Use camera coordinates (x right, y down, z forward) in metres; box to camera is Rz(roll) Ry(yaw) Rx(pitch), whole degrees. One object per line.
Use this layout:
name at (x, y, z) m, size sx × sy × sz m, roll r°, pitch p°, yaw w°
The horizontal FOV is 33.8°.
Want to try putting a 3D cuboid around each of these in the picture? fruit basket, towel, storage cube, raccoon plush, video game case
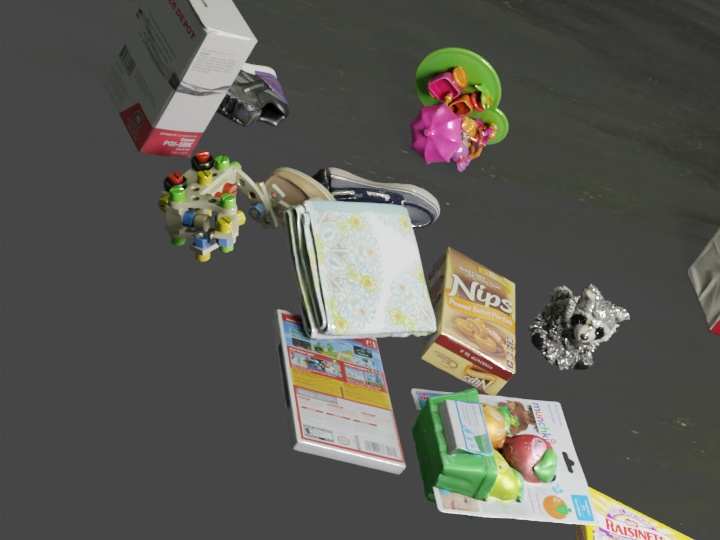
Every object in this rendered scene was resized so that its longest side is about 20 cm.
fruit basket at (0.167, 0.208, 1.372) m, size 0.199 × 0.094 × 0.186 m, roll 4°, pitch 42°, yaw -12°
towel at (0.000, 0.000, 1.462) m, size 0.199 × 0.048 × 0.172 m, roll 0°, pitch 73°, yaw -41°
storage cube at (0.701, 0.020, 2.048) m, size 0.179 × 0.200 × 0.171 m, roll 18°, pitch 37°, yaw -16°
raccoon plush at (0.309, 0.045, 1.693) m, size 0.096 × 0.134 × 0.201 m, roll 22°, pitch 36°, yaw -19°
video game case at (-0.027, 0.138, 1.369) m, size 0.142 × 0.017 × 0.201 m, roll 18°, pitch 38°, yaw -27°

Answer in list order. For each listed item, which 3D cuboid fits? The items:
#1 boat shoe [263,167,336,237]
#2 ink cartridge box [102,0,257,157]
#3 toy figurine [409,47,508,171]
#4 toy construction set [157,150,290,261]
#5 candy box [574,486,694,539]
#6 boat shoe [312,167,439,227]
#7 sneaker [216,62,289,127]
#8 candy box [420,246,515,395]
boat shoe at (-0.058, -0.053, 1.525) m, size 0.200 × 0.074 × 0.069 m, roll 45°, pitch 28°, yaw 11°
ink cartridge box at (-0.233, -0.267, 1.508) m, size 0.083 × 0.200 × 0.147 m, roll 1°, pitch 47°, yaw -43°
toy figurine at (0.151, -0.231, 1.932) m, size 0.200 × 0.150 × 0.185 m, roll 50°, pitch 41°, yaw -25°
toy construction set at (-0.167, -0.083, 1.438) m, size 0.130 × 0.093 × 0.200 m, roll 17°, pitch 21°, yaw 19°
candy box at (0.349, 0.343, 1.463) m, size 0.199 × 0.026 × 0.102 m, roll 28°, pitch 31°, yaw -15°
boat shoe at (0.025, -0.073, 1.643) m, size 0.199 × 0.075 × 0.093 m, roll 11°, pitch 47°, yaw -23°
sneaker at (-0.178, -0.246, 1.657) m, size 0.199 × 0.076 × 0.088 m, roll -3°, pitch 56°, yaw -45°
candy box at (0.147, 0.065, 1.588) m, size 0.115 × 0.055 × 0.200 m, roll 29°, pitch 34°, yaw -13°
